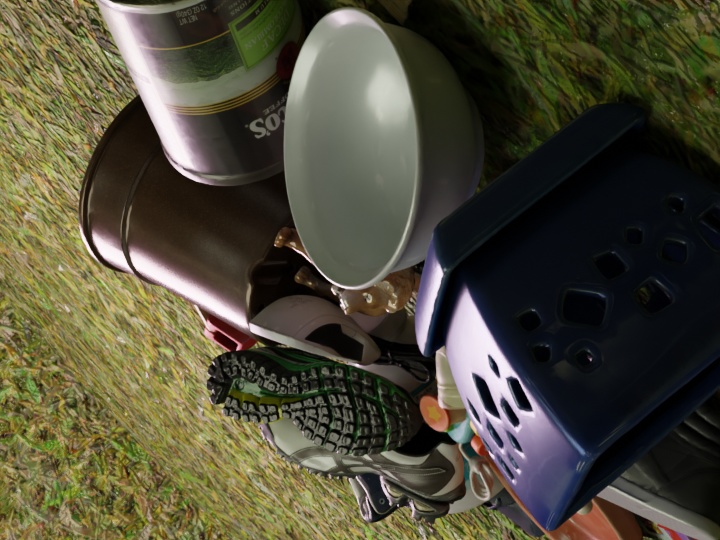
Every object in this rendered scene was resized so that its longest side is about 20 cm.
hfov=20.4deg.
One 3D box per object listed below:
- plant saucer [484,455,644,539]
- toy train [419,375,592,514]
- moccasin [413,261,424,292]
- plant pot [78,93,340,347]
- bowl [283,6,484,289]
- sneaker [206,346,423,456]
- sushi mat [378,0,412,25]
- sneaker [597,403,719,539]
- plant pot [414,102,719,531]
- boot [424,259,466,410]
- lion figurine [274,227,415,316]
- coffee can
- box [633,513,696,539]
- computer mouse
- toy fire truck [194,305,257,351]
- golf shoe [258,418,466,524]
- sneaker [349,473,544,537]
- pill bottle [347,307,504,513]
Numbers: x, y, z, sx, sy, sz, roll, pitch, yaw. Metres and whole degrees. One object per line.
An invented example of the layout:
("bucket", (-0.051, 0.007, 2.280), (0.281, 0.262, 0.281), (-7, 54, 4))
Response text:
("plant saucer", (0.174, 0.188, 1.721), (0.200, 0.032, 0.201), (44, 164, 16))
("toy train", (0.111, 0.134, 1.626), (0.200, 0.055, 0.151), (-19, 86, 61))
("moccasin", (0.103, 0.019, 1.599), (0.201, 0.074, 0.078), (19, 139, 41))
("plant pot", (-0.109, -0.045, 1.763), (0.198, 0.200, 0.201), (32, 157, 33))
("bowl", (0.027, -0.087, 1.438), (0.201, 0.090, 0.203), (7, 98, 61))
("sneaker", (-0.031, 0.099, 1.727), (0.199, 0.085, 0.079), (16, 112, 29))
("sushi mat", (-0.031, -0.259, 1.401), (0.200, 0.012, 0.096), (45, 164, 8))
("sneaker", (0.196, 0.119, 1.508), (0.199, 0.100, 0.071), (25, 168, 18))
("plant pot", (0.146, 0.022, 1.291), (0.180, 0.200, 0.200), (49, 165, 14))
("boot", (0.139, 0.016, 1.467), (0.199, 0.073, 0.157), (-9, 93, 27))
("lion figurine", (0.000, 0.000, 1.606), (0.122, 0.073, 0.200), (32, 178, 13))
("coffee can", (-0.115, -0.184, 1.540), (0.146, 0.146, 0.200), (35, 159, 36))
("box", (0.202, 0.139, 1.664), (0.200, 0.039, 0.137), (53, 164, -14))
("computer mouse", (-0.017, 0.052, 1.686), (0.109, 0.044, 0.200), (19, 180, 32))
("toy fire truck", (-0.140, -0.032, 1.944), (0.200, 0.141, 0.049), (45, 163, 7))
("golf shoe", (0.005, 0.142, 1.774), (0.199, 0.078, 0.095), (19, 130, 15))
("sneaker", (0.081, 0.218, 1.958), (0.202, 0.146, 0.077), (45, 161, 5))
("pill bottle", (0.058, 0.119, 1.848), (0.200, 0.111, 0.111), (55, 162, -20))
